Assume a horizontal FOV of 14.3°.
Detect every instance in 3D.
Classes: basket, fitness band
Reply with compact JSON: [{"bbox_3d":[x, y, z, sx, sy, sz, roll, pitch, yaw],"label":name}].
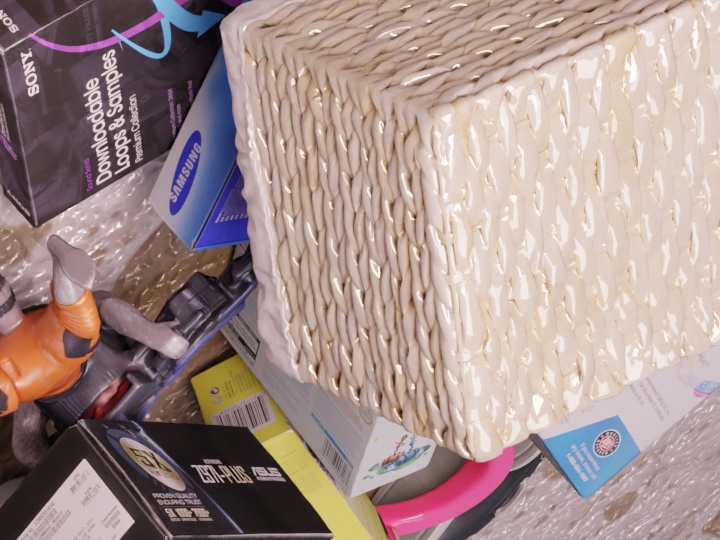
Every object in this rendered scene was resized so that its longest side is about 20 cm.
[{"bbox_3d":[0.065,-0.043,1.337,0.198,0.161,0.200,-25,124,-28],"label":"basket"},{"bbox_3d":[0.003,0.125,1.801,0.200,0.037,0.144,7,134,-34],"label":"fitness band"}]

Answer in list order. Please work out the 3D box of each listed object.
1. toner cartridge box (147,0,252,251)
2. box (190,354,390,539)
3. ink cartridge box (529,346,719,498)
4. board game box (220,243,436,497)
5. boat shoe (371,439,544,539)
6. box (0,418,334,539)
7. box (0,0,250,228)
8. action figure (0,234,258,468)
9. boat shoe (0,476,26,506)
[{"bbox_3d":[-0.025,-0.102,1.419,0.095,0.043,0.200,-8,137,-46],"label":"toner cartridge box"},{"bbox_3d":[-0.033,0.132,1.708,0.050,0.075,0.200,-27,139,4],"label":"box"},{"bbox_3d":[0.159,0.011,1.635,0.200,0.085,0.145,-39,138,-3],"label":"ink cartridge box"},{"bbox_3d":[0.000,0.000,1.553,0.064,0.148,0.200,-19,145,-32],"label":"board game box"},{"bbox_3d":[0.083,0.121,1.910,0.200,0.076,0.060,-42,153,26],"label":"boat shoe"},{"bbox_3d":[-0.138,0.178,1.506,0.200,0.086,0.164,-50,155,18],"label":"box"},{"bbox_3d":[-0.092,-0.118,1.393,0.200,0.036,0.143,-31,150,-18],"label":"box"},{"bbox_3d":[-0.141,0.024,1.477,0.200,0.105,0.193,-44,159,0],"label":"action figure"},{"bbox_3d":[-0.130,0.159,1.670,0.200,0.067,0.074,-4,133,-40],"label":"boat shoe"}]
